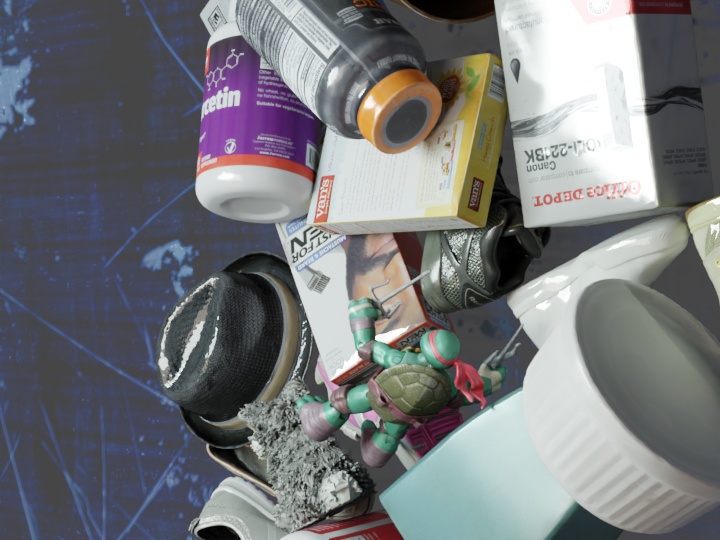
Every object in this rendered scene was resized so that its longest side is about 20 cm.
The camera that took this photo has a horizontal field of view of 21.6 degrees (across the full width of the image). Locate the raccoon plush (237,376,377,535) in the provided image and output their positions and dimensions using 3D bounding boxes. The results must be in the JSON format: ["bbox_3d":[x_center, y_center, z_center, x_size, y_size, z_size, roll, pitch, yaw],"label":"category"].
[{"bbox_3d":[-0.043,0.158,1.749,0.135,0.096,0.200,65,155,8],"label":"raccoon plush"}]

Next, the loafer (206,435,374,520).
[{"bbox_3d":[-0.073,0.204,1.879,0.199,0.063,0.073,20,109,43],"label":"loafer"}]

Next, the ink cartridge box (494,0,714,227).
[{"bbox_3d":[0.198,-0.141,1.540,0.144,0.083,0.202,-8,90,45],"label":"ink cartridge box"}]

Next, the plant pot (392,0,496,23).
[{"bbox_3d":[0.037,-0.318,1.636,0.200,0.186,0.189,24,112,58],"label":"plant pot"}]

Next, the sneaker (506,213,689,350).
[{"bbox_3d":[0.211,0.021,1.569,0.200,0.075,0.089,-32,84,50],"label":"sneaker"}]

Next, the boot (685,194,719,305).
[{"bbox_3d":[0.340,0.003,1.421,0.199,0.072,0.156,-19,81,51],"label":"boot"}]

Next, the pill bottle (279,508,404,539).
[{"bbox_3d":[-0.018,0.287,1.734,0.112,0.199,0.113,7,100,45],"label":"pill bottle"}]

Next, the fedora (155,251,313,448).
[{"bbox_3d":[-0.138,0.072,1.871,0.199,0.091,0.202,-13,70,38],"label":"fedora"}]

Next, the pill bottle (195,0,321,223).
[{"bbox_3d":[-0.089,-0.152,1.731,0.112,0.112,0.202,-15,65,46],"label":"pill bottle"}]

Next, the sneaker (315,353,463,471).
[{"bbox_3d":[0.024,0.128,1.765,0.200,0.081,0.089,56,132,36],"label":"sneaker"}]

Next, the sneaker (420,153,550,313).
[{"bbox_3d":[0.113,-0.067,1.631,0.114,0.076,0.201,-10,69,41],"label":"sneaker"}]

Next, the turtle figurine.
[{"bbox_3d":[0.039,0.088,1.605,0.149,0.101,0.200,39,128,-8],"label":"turtle figurine"}]

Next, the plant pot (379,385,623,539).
[{"bbox_3d":[0.150,0.179,1.599,0.200,0.141,0.142,-50,61,28],"label":"plant pot"}]

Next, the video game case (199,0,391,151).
[{"bbox_3d":[-0.056,-0.229,1.819,0.181,0.045,0.201,-48,62,40],"label":"video game case"}]

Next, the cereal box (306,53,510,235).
[{"bbox_3d":[0.041,-0.106,1.630,0.199,0.039,0.145,-1,73,50],"label":"cereal box"}]

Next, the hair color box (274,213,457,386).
[{"bbox_3d":[0.000,0.000,1.725,0.111,0.064,0.201,-33,58,18],"label":"hair color box"}]

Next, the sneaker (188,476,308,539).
[{"bbox_3d":[-0.082,0.290,1.862,0.199,0.082,0.075,31,134,21],"label":"sneaker"}]

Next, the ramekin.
[{"bbox_3d":[0.215,0.112,1.466,0.094,0.201,0.203,-48,62,34],"label":"ramekin"}]

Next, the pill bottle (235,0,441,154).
[{"bbox_3d":[-0.014,-0.182,1.600,0.200,0.106,0.107,48,126,35],"label":"pill bottle"}]
